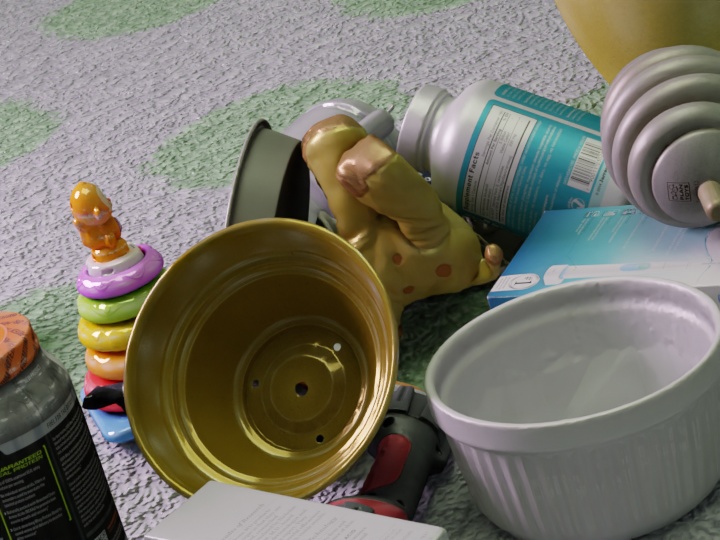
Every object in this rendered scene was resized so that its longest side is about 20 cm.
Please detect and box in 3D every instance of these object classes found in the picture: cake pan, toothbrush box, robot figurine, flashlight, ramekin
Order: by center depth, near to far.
[{"bbox_3d":[0.150,0.095,1.477,0.200,0.105,0.200,-13,24,6],"label":"ramekin"},{"bbox_3d":[0.010,0.145,1.507,0.068,0.068,0.200,-17,23,21],"label":"flashlight"},{"bbox_3d":[0.212,0.016,1.633,0.199,0.085,0.146,-5,25,25],"label":"toothbrush box"},{"bbox_3d":[-0.074,-0.018,1.774,0.037,0.201,0.200,8,28,7],"label":"cake pan"},{"bbox_3d":[-0.032,-0.077,1.961,0.170,0.113,0.200,-41,2,44],"label":"robot figurine"}]

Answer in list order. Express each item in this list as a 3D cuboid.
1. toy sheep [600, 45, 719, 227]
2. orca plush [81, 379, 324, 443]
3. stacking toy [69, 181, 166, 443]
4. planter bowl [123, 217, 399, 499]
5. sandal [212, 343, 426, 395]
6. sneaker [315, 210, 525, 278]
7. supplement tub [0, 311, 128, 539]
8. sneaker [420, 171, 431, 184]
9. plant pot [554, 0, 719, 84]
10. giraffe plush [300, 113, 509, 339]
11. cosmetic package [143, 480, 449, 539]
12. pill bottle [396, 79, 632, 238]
[{"bbox_3d":[0.238,-0.094,1.605,0.138,0.138,0.200,-15,27,2],"label":"toy sheep"},{"bbox_3d":[-0.108,0.121,1.626,0.199,0.105,0.071,10,69,12],"label":"orca plush"},{"bbox_3d":[-0.181,0.021,1.733,0.110,0.200,0.116,-22,23,-12],"label":"stacking toy"},{"bbox_3d":[-0.053,0.072,1.522,0.200,0.201,0.083,-6,-18,21],"label":"planter bowl"},{"bbox_3d":[-0.045,0.056,1.620,0.206,0.059,0.079,13,-13,-14],"label":"sandal"},{"bbox_3d":[0.055,-0.032,1.831,0.200,0.090,0.067,-15,21,2],"label":"sneaker"},{"bbox_3d":[-0.236,0.137,1.514,0.122,0.200,0.123,-13,24,6],"label":"supplement tub"},{"bbox_3d":[0.109,-0.068,1.902,0.200,0.070,0.108,-2,22,44],"label":"sneaker"},{"bbox_3d":[0.281,-0.228,2.056,0.199,0.142,0.200,-14,24,6],"label":"plant pot"},{"bbox_3d":[0.000,0.000,1.721,0.162,0.200,0.173,-48,8,-1],"label":"giraffe plush"},{"bbox_3d":[-0.030,0.199,1.369,0.200,0.102,0.074,4,31,40],"label":"cosmetic package"},{"bbox_3d":[0.132,-0.083,1.775,0.200,0.111,0.111,21,36,16],"label":"pill bottle"}]
